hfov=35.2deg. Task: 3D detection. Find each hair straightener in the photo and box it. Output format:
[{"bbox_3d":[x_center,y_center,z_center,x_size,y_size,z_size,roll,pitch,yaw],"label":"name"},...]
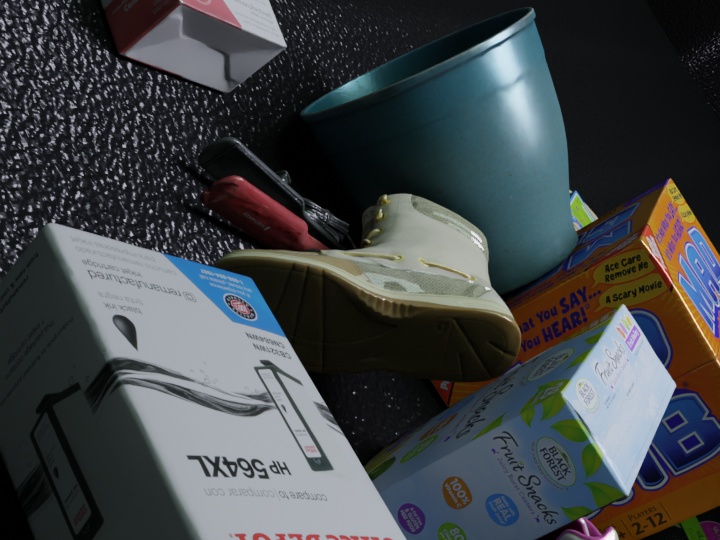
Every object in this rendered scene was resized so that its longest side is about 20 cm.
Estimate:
[{"bbox_3d":[-0.040,-0.043,0.815,0.199,0.041,0.077,30,38,-43],"label":"hair straightener"}]

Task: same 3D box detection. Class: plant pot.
[{"bbox_3d":[0.079,-0.081,0.910,0.189,0.199,0.200,66,25,-14],"label":"plant pot"}]

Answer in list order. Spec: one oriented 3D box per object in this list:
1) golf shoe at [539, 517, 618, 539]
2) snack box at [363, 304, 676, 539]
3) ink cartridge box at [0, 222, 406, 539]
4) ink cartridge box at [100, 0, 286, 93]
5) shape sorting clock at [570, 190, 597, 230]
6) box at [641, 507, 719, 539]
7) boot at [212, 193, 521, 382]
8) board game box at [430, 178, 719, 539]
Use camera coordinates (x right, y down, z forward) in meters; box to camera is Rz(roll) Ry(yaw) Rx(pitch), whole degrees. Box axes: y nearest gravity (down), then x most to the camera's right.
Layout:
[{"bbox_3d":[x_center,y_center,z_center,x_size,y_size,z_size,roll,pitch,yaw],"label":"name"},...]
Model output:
[{"bbox_3d":[0.112,0.177,0.697,0.075,0.200,0.092,-3,94,-17],"label":"golf shoe"},{"bbox_3d":[0.073,0.113,0.664,0.068,0.199,0.169,57,26,1],"label":"snack box"},{"bbox_3d":[-0.076,0.088,0.520,0.146,0.084,0.200,18,30,-52],"label":"ink cartridge box"},{"bbox_3d":[-0.141,-0.240,0.827,0.116,0.067,0.201,10,53,-55],"label":"ink cartridge box"},{"bbox_3d":[0.250,-0.006,1.257,0.200,0.039,0.201,40,33,-33],"label":"shape sorting clock"},{"bbox_3d":[0.356,0.195,1.046,0.124,0.199,0.149,5,57,-57],"label":"box"},{"bbox_3d":[0.000,0.000,0.758,0.198,0.073,0.155,10,29,-8],"label":"boot"},{"bbox_3d":[0.207,0.079,0.918,0.201,0.199,0.200,57,27,-3],"label":"board game box"}]
